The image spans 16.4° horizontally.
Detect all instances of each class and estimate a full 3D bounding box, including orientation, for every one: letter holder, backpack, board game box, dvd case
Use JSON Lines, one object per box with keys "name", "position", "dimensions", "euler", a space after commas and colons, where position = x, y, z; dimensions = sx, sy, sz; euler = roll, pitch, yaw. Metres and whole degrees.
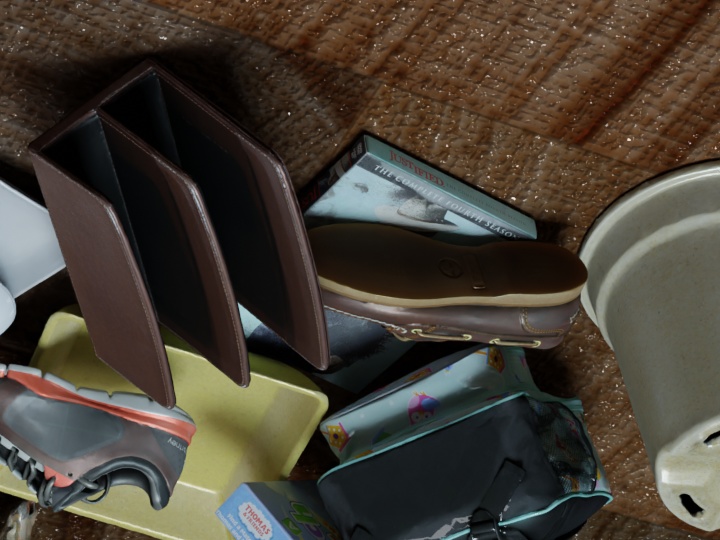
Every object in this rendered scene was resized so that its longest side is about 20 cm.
{"name": "letter holder", "position": [-0.105, -0.004, 1.539], "dimensions": [0.100, 0.142, 0.201], "euler": [-39, 144, -22]}
{"name": "backpack", "position": [0.076, 0.139, 1.714], "dimensions": [0.175, 0.154, 0.200], "euler": [-28, 159, 19]}
{"name": "board game box", "position": [-0.002, 0.211, 1.742], "dimensions": [0.037, 0.151, 0.200], "euler": [-47, 161, 15]}
{"name": "dvd case", "position": [0.000, 0.000, 1.664], "dimensions": [0.145, 0.022, 0.200], "euler": [26, 130, -29]}

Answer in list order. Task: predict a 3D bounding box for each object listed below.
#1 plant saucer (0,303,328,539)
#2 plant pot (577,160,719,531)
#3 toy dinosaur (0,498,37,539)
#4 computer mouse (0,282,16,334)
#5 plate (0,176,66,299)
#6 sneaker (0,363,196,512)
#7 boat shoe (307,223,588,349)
{"name": "plant saucer", "position": [-0.144, 0.103, 1.737], "dimensions": [0.199, 0.049, 0.200], "euler": [18, 135, -13]}
{"name": "plant pot", "position": [0.250, 0.062, 1.630], "dimensions": [0.199, 0.184, 0.201], "euler": [-2, 139, -2]}
{"name": "toy dinosaur", "position": [-0.301, 0.258, 1.801], "dimensions": [0.200, 0.136, 0.086], "euler": [-36, 92, 7]}
{"name": "computer mouse", "position": [-0.324, 0.037, 1.618], "dimensions": [0.199, 0.044, 0.110], "euler": [-4, 138, 1]}
{"name": "plate", "position": [-0.308, -0.029, 1.601], "dimensions": [0.199, 0.032, 0.200], "euler": [-30, 132, 28]}
{"name": "sneaker", "position": [-0.211, 0.115, 1.650], "dimensions": [0.199, 0.082, 0.077], "euler": [10, 160, -3]}
{"name": "boat shoe", "position": [0.047, 0.019, 1.618], "dimensions": [0.199, 0.071, 0.071], "euler": [8, 133, -12]}
